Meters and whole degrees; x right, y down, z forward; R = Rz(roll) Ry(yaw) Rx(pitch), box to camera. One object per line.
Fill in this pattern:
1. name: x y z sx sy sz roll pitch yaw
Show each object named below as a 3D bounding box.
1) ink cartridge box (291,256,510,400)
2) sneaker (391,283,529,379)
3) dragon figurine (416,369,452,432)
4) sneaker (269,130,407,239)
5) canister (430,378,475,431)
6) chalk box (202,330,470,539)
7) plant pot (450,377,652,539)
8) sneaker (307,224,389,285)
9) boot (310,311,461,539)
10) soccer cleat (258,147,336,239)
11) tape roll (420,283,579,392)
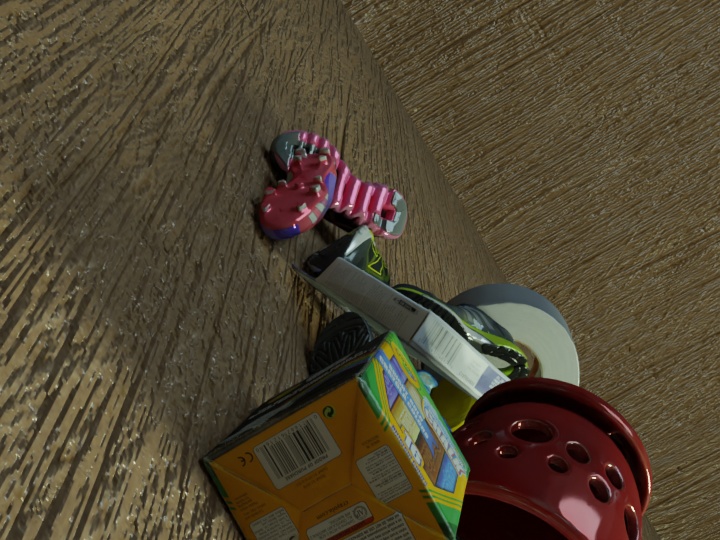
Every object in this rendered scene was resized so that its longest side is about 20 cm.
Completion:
1. ink cartridge box: 0.049 0.060 1.132 0.200 0.041 0.199 30 -7 45
2. sneaker: 0.107 0.069 1.300 0.199 0.074 0.081 32 23 -24
3. dragon figurine: 0.058 0.145 1.193 0.200 0.059 0.100 39 25 -58
4. sneaker: -0.040 -0.093 1.341 0.199 0.095 0.079 35 64 -28
5. canister: 0.160 0.231 1.338 0.201 0.086 0.149 56 23 -14
6. chalk box: -0.005 0.132 0.786 0.125 0.124 0.200 60 13 -1
7. plant pot: 0.145 0.202 0.937 0.201 0.200 0.183 58 41 -15
8. sneaker: 0.000 0.000 1.247 0.085 0.074 0.200 60 11 1
9. boot: 0.034 0.155 1.045 0.200 0.065 0.166 47 25 -41
10. soccer cleat: -0.061 -0.068 1.177 0.200 0.066 0.077 -75 161 -63
11. tape roll: 0.176 0.121 1.410 0.201 0.199 0.066 57 12 -17
